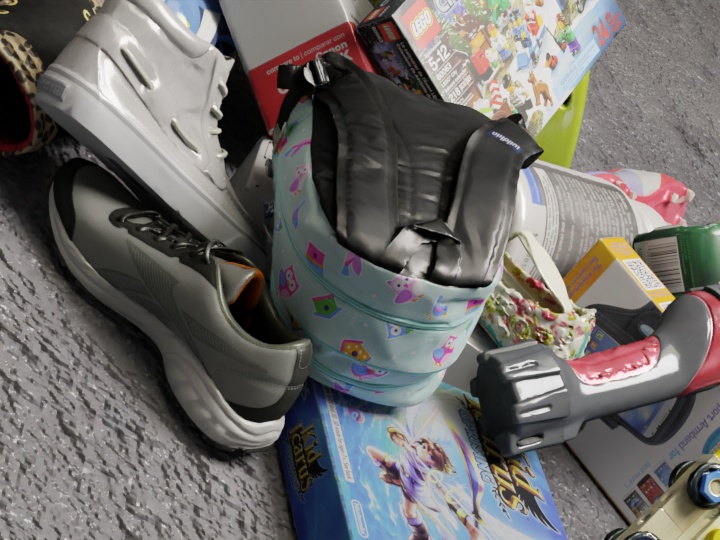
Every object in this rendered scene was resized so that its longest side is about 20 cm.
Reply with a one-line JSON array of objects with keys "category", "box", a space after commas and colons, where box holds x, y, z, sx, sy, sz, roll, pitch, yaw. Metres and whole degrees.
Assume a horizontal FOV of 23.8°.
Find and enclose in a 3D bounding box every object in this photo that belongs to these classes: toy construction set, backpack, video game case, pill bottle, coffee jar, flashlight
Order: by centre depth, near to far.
[{"category": "video game case", "box": [0.041, 0.136, 0.970, 0.180, 0.046, 0.201, 25, 30, -31]}, {"category": "backpack", "box": [0.018, -0.022, 0.990, 0.165, 0.128, 0.201, 12, 35, -8]}, {"category": "toy construction set", "box": [0.227, 0.188, 1.050, 0.200, 0.092, 0.131, -43, 94, -26]}, {"category": "flashlight", "box": [0.160, 0.054, 1.053, 0.198, 0.069, 0.068, -10, 32, -28]}, {"category": "coffee jar", "box": [0.250, 0.069, 1.212, 0.104, 0.085, 0.203, 0, 85, -46]}, {"category": "pill bottle", "box": [0.137, -0.020, 1.259, 0.199, 0.114, 0.114, 12, 38, -44]}]

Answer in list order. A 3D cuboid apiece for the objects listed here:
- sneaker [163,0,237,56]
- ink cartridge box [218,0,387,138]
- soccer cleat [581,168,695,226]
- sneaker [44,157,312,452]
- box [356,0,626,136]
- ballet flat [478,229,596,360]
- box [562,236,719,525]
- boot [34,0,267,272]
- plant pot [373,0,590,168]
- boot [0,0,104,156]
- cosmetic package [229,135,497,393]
[{"category": "sneaker", "box": [-0.123, -0.173, 1.194, 0.083, 0.074, 0.200, 53, 18, -12]}, {"category": "ink cartridge box", "box": [-0.039, -0.177, 1.196, 0.202, 0.083, 0.144, 68, 11, 19]}, {"category": "soccer cleat", "box": [0.217, -0.060, 1.501, 0.076, 0.068, 0.199, 21, 16, 39]}, {"category": "sneaker", "box": [-0.097, 0.005, 0.946, 0.200, 0.080, 0.074, 46, 28, 19]}, {"category": "box", "box": [0.095, -0.168, 1.169, 0.200, 0.037, 0.137, -50, 117, -35]}, {"category": "ballet flat", "box": [0.080, -0.014, 1.115, 0.200, 0.064, 0.075, 46, 26, 12]}, {"category": "box", "box": [0.194, 0.090, 1.161, 0.041, 0.119, 0.201, -2, 48, -54]}, {"category": "boot", "box": [-0.096, -0.081, 0.993, 0.073, 0.096, 0.200, 25, -15, 42]}, {"category": "plant pot", "box": [0.098, -0.208, 1.351, 0.198, 0.183, 0.200, 17, 27, -3]}, {"category": "boot", "box": [-0.220, -0.151, 1.032, 0.200, 0.073, 0.150, 49, 27, 3]}, {"category": "cosmetic package", "box": [0.000, 0.000, 1.116, 0.199, 0.051, 0.083, 35, 28, -13]}]
